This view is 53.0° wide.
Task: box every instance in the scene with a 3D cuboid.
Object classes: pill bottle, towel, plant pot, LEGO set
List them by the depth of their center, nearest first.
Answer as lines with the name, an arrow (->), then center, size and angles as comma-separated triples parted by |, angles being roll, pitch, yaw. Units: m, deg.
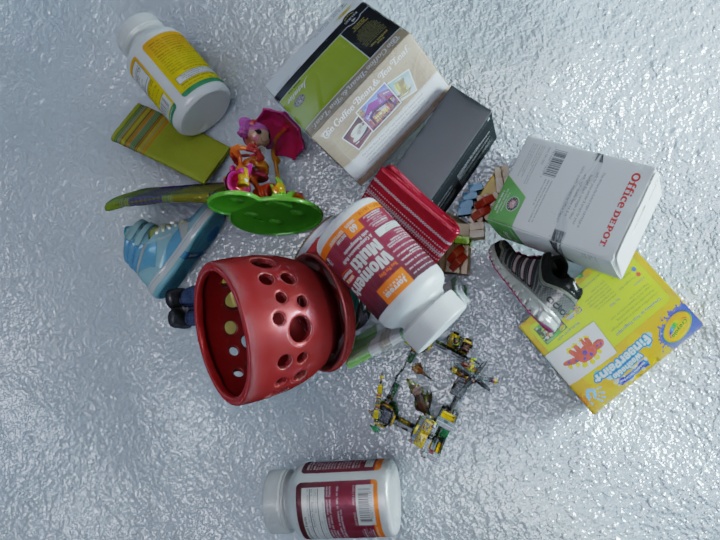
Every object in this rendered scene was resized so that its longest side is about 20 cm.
pill bottle -> 0.042, 0.007, 0.972 | 0.110, 0.110, 0.200 | -44, 78, 6
plant pot -> -0.120, 0.074, 1.026 | 0.200, 0.181, 0.202 | 20, 114, 52
towel -> 0.042, -0.038, 1.045 | 0.144, 0.022, 0.200 | 42, 128, 9
LEGO set -> 0.097, 0.186, 1.079 | 0.153, 0.116, 0.201 | 35, 98, 9
towel -> 0.070, 0.074, 1.086 | 0.199, 0.149, 0.031 | -29, 92, 9
pill bottle -> -0.043, 0.352, 1.110 | 0.198, 0.114, 0.115 | -6, 85, 12
towel -> -0.301, -0.123, 1.188 | 0.198, 0.144, 0.023 | -3, 105, 12
pill bottle -> -0.321, -0.336, 1.219 | 0.113, 0.113, 0.200 | -43, 79, 7
towel -> -0.328, -0.218, 1.246 | 0.199, 0.018, 0.086 | 26, 68, 13

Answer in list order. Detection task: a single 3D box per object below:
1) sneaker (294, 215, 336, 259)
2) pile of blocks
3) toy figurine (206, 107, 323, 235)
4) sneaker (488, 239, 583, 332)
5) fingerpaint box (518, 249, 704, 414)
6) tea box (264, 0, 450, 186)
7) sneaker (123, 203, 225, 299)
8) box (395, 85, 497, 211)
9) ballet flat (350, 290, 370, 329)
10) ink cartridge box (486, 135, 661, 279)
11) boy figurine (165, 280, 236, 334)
sneaker -> -0.062, 0.019, 1.159 | 0.112, 0.071, 0.201 | 36, 102, 16
pile of blocks -> 0.169, -0.082, 1.119 | 0.082, 0.062, 0.201 | 29, 92, 13
toy figurine -> -0.155, -0.173, 1.151 | 0.149, 0.199, 0.186 | -19, 67, 40
sneaker -> 0.256, 0.005, 1.046 | 0.087, 0.200, 0.074 | -40, 122, 10
fingerpaint box -> 0.361, 0.081, 1.059 | 0.200, 0.073, 0.167 | -42, 78, 7
tea box -> -0.007, -0.276, 1.095 | 0.200, 0.133, 0.197 | -44, 44, 7
sneaker -> -0.326, -0.066, 1.220 | 0.130, 0.080, 0.200 | 40, 94, 11
box -> 0.118, -0.157, 1.095 | 0.079, 0.141, 0.201 | 36, 94, 12
ballet flat -> 0.000, 0.000, 1.149 | 0.071, 0.072, 0.202 | 11, 88, 13
ink cartridge box -> 0.307, -0.093, 1.036 | 0.199, 0.084, 0.147 | 24, 83, 34
boy figurine -> -0.224, 0.054, 1.171 | 0.199, 0.064, 0.126 | -9, 84, 32
